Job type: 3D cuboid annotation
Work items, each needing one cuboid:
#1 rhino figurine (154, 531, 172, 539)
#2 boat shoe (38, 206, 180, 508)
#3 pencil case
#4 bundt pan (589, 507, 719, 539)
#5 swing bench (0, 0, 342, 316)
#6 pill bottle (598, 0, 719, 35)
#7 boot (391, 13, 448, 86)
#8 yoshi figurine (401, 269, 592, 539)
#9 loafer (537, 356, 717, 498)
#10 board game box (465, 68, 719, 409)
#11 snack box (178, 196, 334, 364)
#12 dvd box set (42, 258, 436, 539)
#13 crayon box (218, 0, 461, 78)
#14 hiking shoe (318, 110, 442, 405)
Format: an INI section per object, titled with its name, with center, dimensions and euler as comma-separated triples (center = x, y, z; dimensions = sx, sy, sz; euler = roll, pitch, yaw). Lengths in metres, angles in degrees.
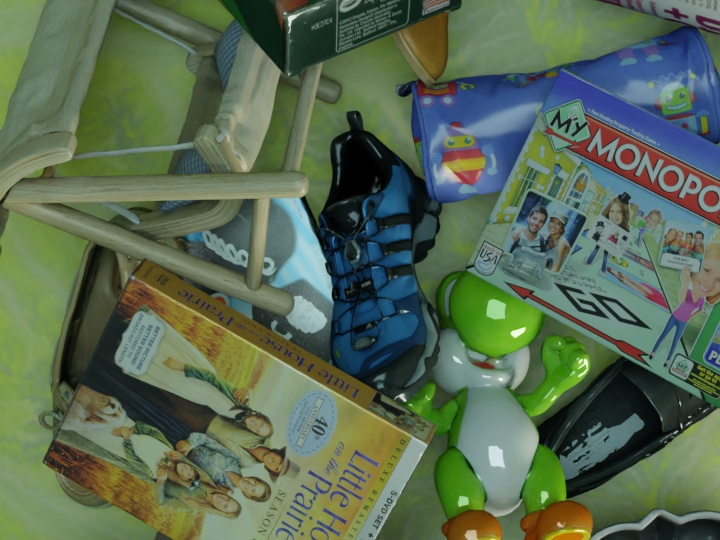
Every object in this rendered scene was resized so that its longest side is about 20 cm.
[rhino figurine]
center = -0.026, 0.189, 1.501
dimensions = 0.199, 0.087, 0.060
euler = -6, 60, 27
[boat shoe]
center = -0.166, 0.059, 1.514
dimensions = 0.073, 0.063, 0.202
euler = 16, 107, 21
[pencil case]
center = 0.126, -0.098, 1.501
dimensions = 0.198, 0.087, 0.079
euler = -11, 104, 2
[bundt pan]
center = 0.200, 0.245, 1.518
dimensions = 0.200, 0.076, 0.204
euler = 0, 93, 2
[swing bench]
center = -0.117, -0.099, 1.442
dimensions = 0.198, 0.130, 0.200
euler = 10, 50, 1
[pill bottle]
center = 0.237, -0.196, 1.452
dimensions = 0.199, 0.113, 0.114
euler = 18, 93, 20
[boot]
center = 0.071, -0.226, 1.483
dimensions = 0.143, 0.071, 0.203
euler = -19, 70, 13
[yoshi figurine]
center = 0.083, 0.075, 1.466
dimensions = 0.112, 0.112, 0.201
euler = -27, 54, 28
[loafer]
center = 0.188, 0.078, 1.513
dimensions = 0.200, 0.070, 0.068
euler = -37, 93, 4
[board game box]
center = 0.175, -0.015, 1.404
dimensions = 0.199, 0.029, 0.135
euler = 28, 99, 22
[snack box]
center = -0.057, 0.050, 1.539
dimensions = 0.115, 0.037, 0.201
euler = -23, 92, 5
[dvd box set]
center = -0.073, 0.103, 1.412
dimensions = 0.199, 0.029, 0.147
euler = 30, 116, 2
[crayon box]
center = -0.044, -0.209, 1.425
dimensions = 0.126, 0.051, 0.200
euler = -24, 51, -23
[hiking shoe]
center = 0.000, 0.000, 1.460
dimensions = 0.074, 0.201, 0.087
euler = -24, 129, 22
